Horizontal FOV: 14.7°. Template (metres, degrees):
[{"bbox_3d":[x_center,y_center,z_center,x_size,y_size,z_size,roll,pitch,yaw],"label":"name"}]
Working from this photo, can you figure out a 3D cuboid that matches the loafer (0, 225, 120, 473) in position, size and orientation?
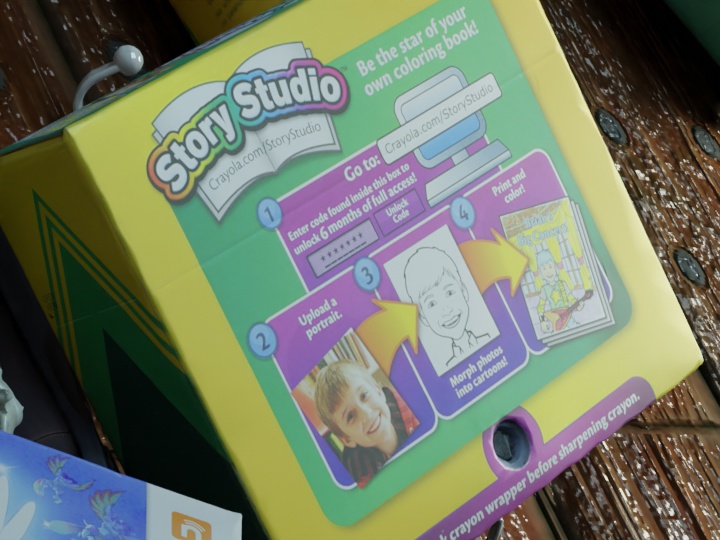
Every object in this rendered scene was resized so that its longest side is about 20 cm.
[{"bbox_3d":[-0.107,0.065,0.870,0.072,0.063,0.201,77,-9,-64],"label":"loafer"}]

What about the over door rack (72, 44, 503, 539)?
[{"bbox_3d":[-0.020,0.005,0.993,0.200,0.067,0.148,40,17,-13],"label":"over door rack"}]

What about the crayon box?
[{"bbox_3d":[0.000,0.000,0.888,0.200,0.058,0.173,-32,98,-40],"label":"crayon box"}]

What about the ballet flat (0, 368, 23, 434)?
[{"bbox_3d":[-0.161,0.008,0.743,0.200,0.072,0.072,32,31,-49],"label":"ballet flat"}]

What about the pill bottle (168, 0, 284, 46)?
[{"bbox_3d":[-0.034,-0.144,1.133,0.111,0.111,0.201,-7,60,-54],"label":"pill bottle"}]

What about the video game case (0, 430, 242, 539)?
[{"bbox_3d":[-0.124,0.098,0.644,0.199,0.046,0.182,21,32,-17],"label":"video game case"}]

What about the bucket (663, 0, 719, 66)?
[{"bbox_3d":[0.230,-0.191,1.441,0.135,0.207,0.207,44,31,-1],"label":"bucket"}]
